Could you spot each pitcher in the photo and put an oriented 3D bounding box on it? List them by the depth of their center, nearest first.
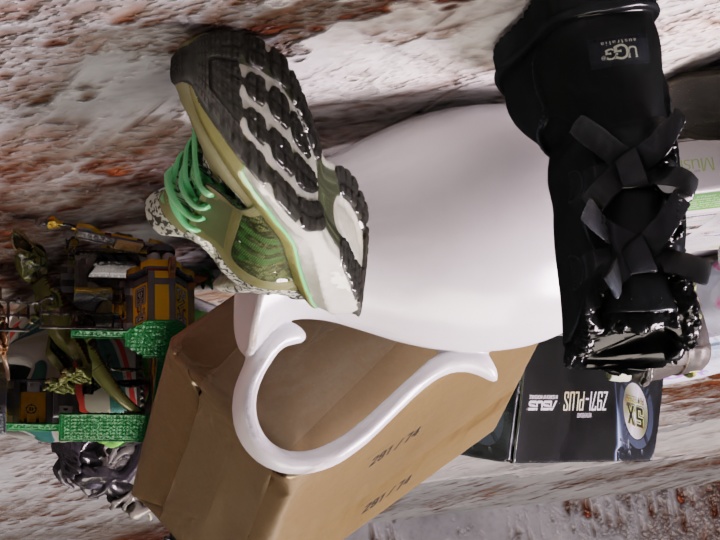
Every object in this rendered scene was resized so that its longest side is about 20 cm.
[{"bbox_3d":[0.027,0.007,1.464,0.199,0.172,0.121,-5,-177,-13],"label":"pitcher"}]

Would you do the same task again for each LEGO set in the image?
[{"bbox_3d":[-0.175,0.012,1.601,0.199,0.116,0.154,-4,146,1],"label":"LEGO set"}]

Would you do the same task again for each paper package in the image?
[{"bbox_3d":[-0.011,0.062,1.592,0.200,0.103,0.191,-35,163,-27],"label":"paper package"}]

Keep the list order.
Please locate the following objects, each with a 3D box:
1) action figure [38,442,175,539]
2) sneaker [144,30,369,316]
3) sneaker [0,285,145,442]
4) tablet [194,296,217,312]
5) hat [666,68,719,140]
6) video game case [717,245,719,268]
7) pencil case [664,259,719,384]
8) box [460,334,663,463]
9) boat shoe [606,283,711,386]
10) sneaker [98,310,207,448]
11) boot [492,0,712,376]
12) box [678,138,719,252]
[{"bbox_3d":[-0.174,0.148,2.335,0.200,0.102,0.119,39,180,-24],"label":"action figure"},{"bbox_3d":[-0.059,-0.033,1.323,0.088,0.077,0.200,-9,148,14],"label":"sneaker"},{"bbox_3d":[-0.194,0.056,1.743,0.093,0.071,0.200,-9,-166,-21],"label":"sneaker"},{"bbox_3d":[-0.072,0.048,1.839,0.200,0.014,0.130,22,165,-31],"label":"tablet"},{"bbox_3d":[0.245,-0.063,1.512,0.200,0.081,0.201,-7,171,-1],"label":"hat"},{"bbox_3d":[0.310,-0.020,1.539,0.181,0.024,0.200,-9,-178,-21],"label":"video game case"},{"bbox_3d":[0.242,0.035,2.075,0.200,0.083,0.091,-18,-171,39],"label":"pencil case"},{"bbox_3d":[0.074,0.072,1.968,0.200,0.086,0.164,8,-177,38],"label":"box"},{"bbox_3d":[0.181,0.025,1.844,0.060,0.072,0.201,2,-164,2],"label":"boat shoe"},{"bbox_3d":[-0.102,0.071,1.771,0.084,0.077,0.200,13,169,-23],"label":"sneaker"},{"bbox_3d":[0.107,-0.034,1.314,0.073,0.163,0.198,-6,170,-3],"label":"boot"},{"bbox_3d":[0.177,-0.040,1.732,0.144,0.036,0.200,-7,172,-12],"label":"box"}]
